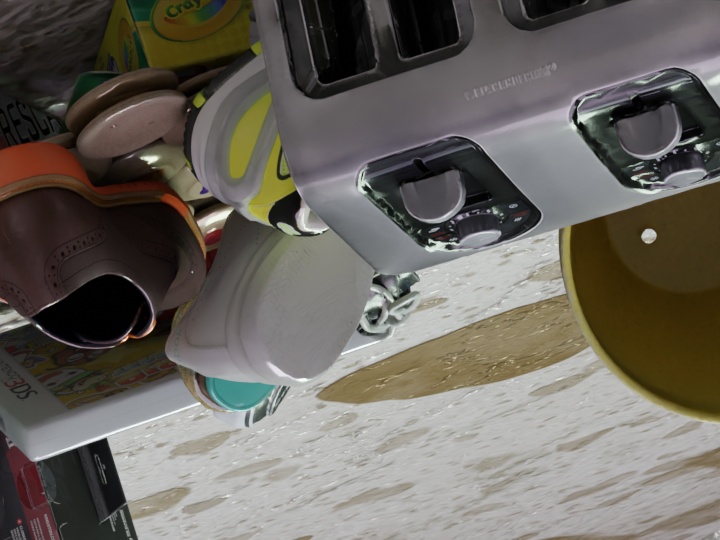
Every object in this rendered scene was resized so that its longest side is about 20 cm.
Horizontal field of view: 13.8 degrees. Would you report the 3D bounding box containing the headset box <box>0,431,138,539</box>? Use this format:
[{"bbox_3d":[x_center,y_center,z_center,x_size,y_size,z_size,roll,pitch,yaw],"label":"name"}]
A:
[{"bbox_3d":[-0.224,0.154,1.821,0.200,0.149,0.075,-28,164,31],"label":"headset box"}]

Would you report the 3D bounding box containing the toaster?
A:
[{"bbox_3d":[0.058,-0.117,1.102,0.180,0.201,0.119,-16,163,16],"label":"toaster"}]

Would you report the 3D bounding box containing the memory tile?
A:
[{"bbox_3d":[-0.081,-0.043,1.298,0.153,0.017,0.200,-36,161,34],"label":"memory tile"}]

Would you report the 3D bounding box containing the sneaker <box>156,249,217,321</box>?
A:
[{"bbox_3d":[-0.060,-0.026,1.541,0.115,0.079,0.200,-20,-179,-30],"label":"sneaker"}]

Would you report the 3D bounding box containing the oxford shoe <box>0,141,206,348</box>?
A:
[{"bbox_3d":[-0.110,0.004,1.240,0.071,0.073,0.200,-30,164,15],"label":"oxford shoe"}]

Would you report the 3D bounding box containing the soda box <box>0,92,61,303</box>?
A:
[{"bbox_3d":[-0.171,-0.036,1.339,0.068,0.064,0.200,-24,166,13],"label":"soda box"}]

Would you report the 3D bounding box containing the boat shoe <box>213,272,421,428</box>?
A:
[{"bbox_3d":[0.000,0.000,1.475,0.200,0.068,0.074,-58,175,-4],"label":"boat shoe"}]

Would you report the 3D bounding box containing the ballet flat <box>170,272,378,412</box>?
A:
[{"bbox_3d":[-0.016,-0.020,1.407,0.200,0.071,0.071,-47,163,4],"label":"ballet flat"}]

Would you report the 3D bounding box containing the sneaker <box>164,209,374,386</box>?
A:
[{"bbox_3d":[-0.014,-0.029,1.284,0.088,0.075,0.200,-6,-146,49],"label":"sneaker"}]

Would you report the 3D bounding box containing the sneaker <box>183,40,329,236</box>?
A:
[{"bbox_3d":[0.024,-0.087,1.214,0.200,0.076,0.075,-44,141,-2],"label":"sneaker"}]

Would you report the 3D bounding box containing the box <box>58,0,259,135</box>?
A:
[{"bbox_3d":[-0.038,-0.100,1.304,0.199,0.048,0.117,-17,166,-18],"label":"box"}]

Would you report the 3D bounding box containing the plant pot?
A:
[{"bbox_3d":[0.196,-0.028,1.657,0.199,0.201,0.142,-18,-168,-4],"label":"plant pot"}]

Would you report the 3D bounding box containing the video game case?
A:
[{"bbox_3d":[-0.107,0.040,1.597,0.199,0.023,0.182,-18,-163,-16],"label":"video game case"}]
